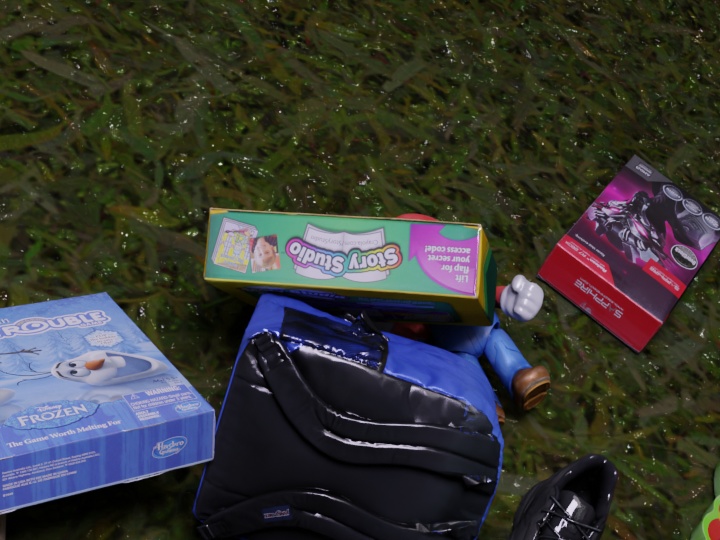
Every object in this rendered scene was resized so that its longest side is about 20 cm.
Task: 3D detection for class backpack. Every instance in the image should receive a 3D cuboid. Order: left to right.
[{"bbox_3d":[0.002,0.111,0.864,0.197,0.164,0.168,17,21,-2],"label":"backpack"}]

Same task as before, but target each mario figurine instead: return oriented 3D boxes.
[{"bbox_3d":[0.073,0.032,1.014,0.122,0.107,0.201,-14,59,-31],"label":"mario figurine"}]

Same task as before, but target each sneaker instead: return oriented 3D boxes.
[{"bbox_3d":[0.135,0.210,0.892,0.075,0.091,0.201,31,46,3],"label":"sneaker"}]

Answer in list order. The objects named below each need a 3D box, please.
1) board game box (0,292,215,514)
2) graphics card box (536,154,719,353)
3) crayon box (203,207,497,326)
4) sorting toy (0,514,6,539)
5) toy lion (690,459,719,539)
[{"bbox_3d":[-0.229,0.084,0.811,0.198,0.044,0.199,-9,26,-32],"label":"board game box"},{"bbox_3d":[0.273,-0.021,1.191,0.125,0.051,0.200,38,45,11],"label":"graphics card box"},{"bbox_3d":[0.000,0.000,0.918,0.197,0.173,0.059,3,81,10],"label":"crayon box"},{"bbox_3d":[-0.320,0.170,0.764,0.182,0.037,0.202,6,44,-20],"label":"sorting toy"},{"bbox_3d":[0.357,0.224,1.008,0.189,0.069,0.202,-2,51,-16],"label":"toy lion"}]
